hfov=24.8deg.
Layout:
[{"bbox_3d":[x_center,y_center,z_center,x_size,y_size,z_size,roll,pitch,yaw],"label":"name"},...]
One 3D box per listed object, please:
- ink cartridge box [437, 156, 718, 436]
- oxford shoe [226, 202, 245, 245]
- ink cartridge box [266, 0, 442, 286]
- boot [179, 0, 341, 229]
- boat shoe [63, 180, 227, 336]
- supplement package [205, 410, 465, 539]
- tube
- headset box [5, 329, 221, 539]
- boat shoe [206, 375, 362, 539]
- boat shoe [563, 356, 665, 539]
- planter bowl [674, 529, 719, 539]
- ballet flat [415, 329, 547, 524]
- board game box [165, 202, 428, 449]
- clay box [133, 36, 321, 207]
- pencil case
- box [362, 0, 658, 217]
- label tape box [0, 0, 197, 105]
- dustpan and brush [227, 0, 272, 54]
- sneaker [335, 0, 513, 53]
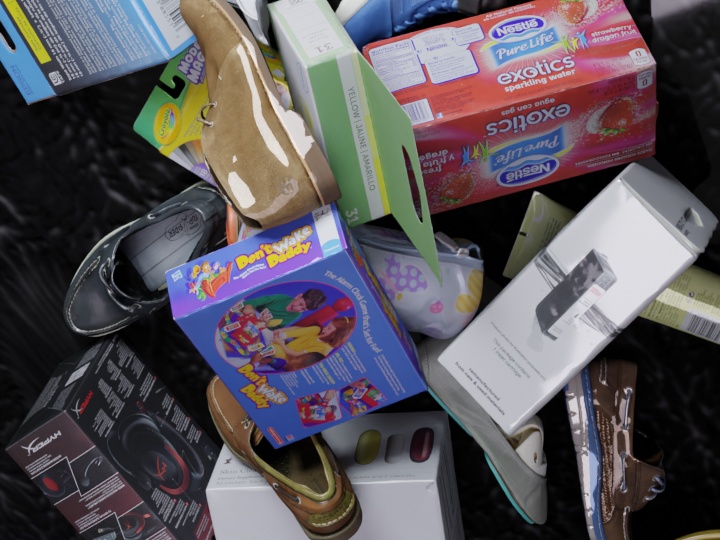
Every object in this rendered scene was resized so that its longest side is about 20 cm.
[{"bbox_3d":[0.167,0.013,1.241,0.084,0.144,0.200,46,111,4],"label":"ink cartridge box"},{"bbox_3d":[-0.058,0.012,1.349,0.072,0.072,0.201,-14,133,9],"label":"oxford shoe"},{"bbox_3d":[-0.005,-0.091,1.156,0.048,0.201,0.146,-19,128,-7],"label":"ink cartridge box"},{"bbox_3d":[-0.092,-0.119,1.161,0.075,0.074,0.201,-29,69,-3],"label":"boot"},{"bbox_3d":[-0.183,-0.002,1.367,0.198,0.066,0.075,-31,98,22],"label":"boat shoe"},{"bbox_3d":[-0.016,0.219,1.427,0.198,0.111,0.157,-4,116,10],"label":"supplement package"},{"bbox_3d":[0.220,0.004,1.323,0.198,0.058,0.052,20,160,4],"label":"tube"},{"bbox_3d":[-0.194,0.172,1.412,0.075,0.149,0.200,-32,108,22],"label":"headset box"},{"bbox_3d":[-0.065,0.135,1.343,0.072,0.200,0.068,-37,141,-14],"label":"boat shoe"},{"bbox_3d":[0.221,0.168,1.386,0.072,0.072,0.202,-9,114,12],"label":"boat shoe"},{"bbox_3d":[0.315,0.289,1.423,0.198,0.084,0.202,4,117,7],"label":"planter bowl"},{"bbox_3d":[0.119,0.131,1.389,0.063,0.068,0.201,-33,107,14],"label":"ballet flat"},{"bbox_3d":[-0.043,0.047,1.221,0.133,0.045,0.200,-21,142,7],"label":"board game box"},{"bbox_3d":[-0.070,-0.108,1.311,0.199,0.048,0.115,33,119,-7],"label":"clay box"},{"bbox_3d":[0.000,0.000,1.282,0.198,0.084,0.091,10,155,-29],"label":"pencil case"},{"bbox_3d":[0.110,-0.125,1.203,0.198,0.100,0.096,-15,140,-3],"label":"box"},{"bbox_3d":[-0.221,-0.219,1.260,0.199,0.063,0.145,-7,120,47],"label":"label tape box"},{"bbox_3d":[-0.105,-0.266,1.218,0.057,0.140,0.202,-5,90,1],"label":"dustpan and brush"},{"bbox_3d":[0.053,-0.202,1.228,0.111,0.077,0.201,32,110,3],"label":"sneaker"}]
